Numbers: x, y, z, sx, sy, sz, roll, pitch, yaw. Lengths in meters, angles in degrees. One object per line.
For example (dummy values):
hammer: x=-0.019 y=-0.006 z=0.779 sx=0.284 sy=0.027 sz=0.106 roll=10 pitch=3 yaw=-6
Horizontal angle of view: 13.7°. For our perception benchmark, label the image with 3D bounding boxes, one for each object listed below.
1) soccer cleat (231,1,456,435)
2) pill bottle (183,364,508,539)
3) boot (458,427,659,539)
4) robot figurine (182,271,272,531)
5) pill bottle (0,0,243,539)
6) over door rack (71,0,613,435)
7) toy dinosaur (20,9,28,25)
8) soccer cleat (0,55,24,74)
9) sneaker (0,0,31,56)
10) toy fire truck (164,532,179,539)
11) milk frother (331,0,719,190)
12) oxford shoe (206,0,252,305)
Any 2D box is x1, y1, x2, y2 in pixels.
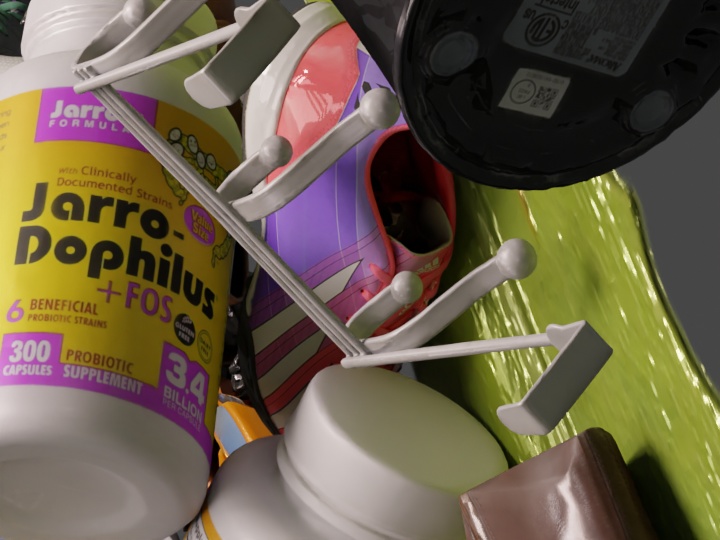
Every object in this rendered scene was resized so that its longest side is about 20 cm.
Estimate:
soccer cleat: x=0.000 y=0.000 z=1.074 sx=0.073 sy=0.068 sz=0.200 roll=28 pitch=137 yaw=30
pill bottle: x=-0.023 y=0.136 z=1.081 sx=0.109 sy=0.109 sz=0.200 roll=52 pitch=124 yaw=46
boot: x=0.078 y=0.172 z=0.968 sx=0.200 sy=0.064 sz=0.187 roll=59 pitch=139 yaw=34
robot figurine: x=-0.050 y=0.089 z=1.236 sx=0.200 sy=0.058 sz=0.145 roll=57 pitch=147 yaw=41
pill bottle: x=-0.097 y=-0.007 z=1.084 sx=0.104 sy=0.104 sz=0.201 roll=119 pitch=159 yaw=-58
over door rack: x=-0.004 y=-0.030 z=0.922 sx=0.148 sy=0.067 sz=0.200 roll=45 pitch=171 yaw=-15
toy dinosaur: x=-0.098 y=-0.093 z=1.279 sx=0.088 sy=0.047 sz=0.201 roll=-19 pitch=82 yaw=53
soccer cleat: x=-0.147 y=0.000 z=1.252 sx=0.086 sy=0.070 sz=0.201 roll=21 pitch=120 yaw=23
sneaker: x=-0.172 y=-0.097 z=1.334 sx=0.200 sy=0.074 sz=0.088 roll=38 pitch=-136 yaw=-78
toy fire truck: x=-0.130 y=0.215 z=1.374 sx=0.049 sy=0.141 sz=0.201 roll=116 pitch=136 yaw=-66
milk frother: x=0.036 y=-0.164 z=0.846 sx=0.200 sy=0.180 sz=0.188 roll=-46 pitch=46 yaw=11
oxford shoe: x=-0.060 y=-0.082 z=1.191 sx=0.071 sy=0.071 sz=0.201 roll=10 pitch=106 yaw=26
